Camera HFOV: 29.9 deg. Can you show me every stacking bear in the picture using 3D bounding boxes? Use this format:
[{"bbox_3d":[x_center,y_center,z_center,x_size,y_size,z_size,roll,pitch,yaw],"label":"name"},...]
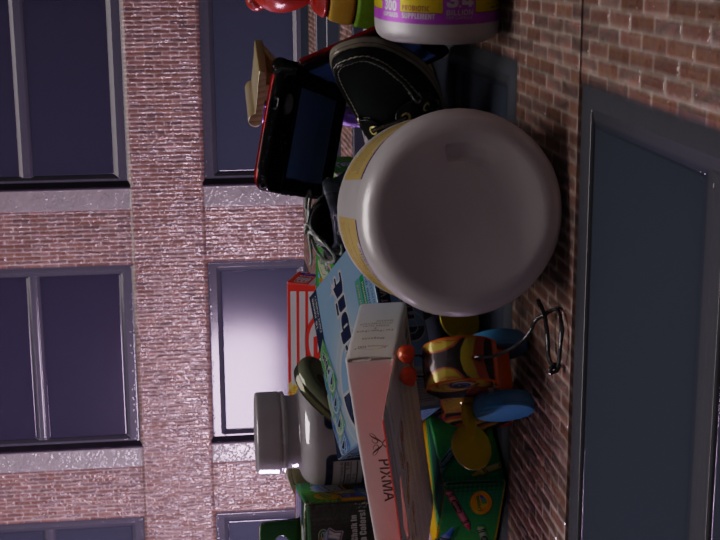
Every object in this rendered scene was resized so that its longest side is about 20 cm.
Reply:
[{"bbox_3d":[-0.013,-0.290,1.315,0.114,0.199,0.122,-100,11,-51],"label":"stacking bear"}]

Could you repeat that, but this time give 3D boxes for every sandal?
[{"bbox_3d":[0.020,0.153,1.373,0.057,0.201,0.080,-46,9,13],"label":"sandal"}]

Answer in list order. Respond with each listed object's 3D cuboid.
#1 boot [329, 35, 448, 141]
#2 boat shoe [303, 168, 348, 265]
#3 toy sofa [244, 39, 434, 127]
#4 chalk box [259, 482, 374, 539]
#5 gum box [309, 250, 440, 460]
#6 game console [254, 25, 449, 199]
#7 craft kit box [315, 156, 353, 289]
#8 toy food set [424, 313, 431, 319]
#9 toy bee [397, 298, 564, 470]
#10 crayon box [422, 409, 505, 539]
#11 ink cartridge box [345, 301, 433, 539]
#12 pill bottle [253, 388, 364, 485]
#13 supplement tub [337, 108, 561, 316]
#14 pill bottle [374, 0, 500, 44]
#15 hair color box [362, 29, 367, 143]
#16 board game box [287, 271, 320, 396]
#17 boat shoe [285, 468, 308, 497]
[{"bbox_3d":[0.038,-0.088,1.148,0.204,0.073,0.154,45,-142,-46],"label":"boot"},{"bbox_3d":[-0.022,-0.046,1.278,0.200,0.062,0.075,132,127,-74],"label":"boat shoe"},{"bbox_3d":[-0.022,-0.180,1.440,0.083,0.199,0.098,-103,19,-55],"label":"toy sofa"},{"bbox_3d":[-0.011,0.297,1.470,0.124,0.199,0.125,-175,83,-83],"label":"chalk box"},{"bbox_3d":[0.009,0.072,1.259,0.200,0.044,0.170,130,131,-64],"label":"gum box"},{"bbox_3d":[-0.004,-0.146,1.272,0.200,0.118,0.173,0,-80,-74],"label":"game console"},{"bbox_3d":[0.000,0.000,1.405,0.200,0.048,0.198,-136,47,-64],"label":"craft kit box"},{"bbox_3d":[0.057,-0.052,1.359,0.144,0.060,0.201,121,142,-79],"label":"toy food set"},{"bbox_3d":[0.080,0.072,1.038,0.200,0.108,0.131,95,172,-46],"label":"toy bee"},{"bbox_3d":[0.084,0.217,1.241,0.119,0.058,0.200,-101,11,-50],"label":"crayon box"},{"bbox_3d":[0.021,0.152,1.058,0.174,0.043,0.200,-73,-23,-62],"label":"ink cartridge box"},{"bbox_3d":[-0.015,0.173,1.476,0.120,0.199,0.120,179,90,-83],"label":"pill bottle"},{"bbox_3d":[0.059,-0.045,1.013,0.200,0.145,0.146,-149,58,-82],"label":"supplement tub"},{"bbox_3d":[0.063,-0.287,1.083,0.104,0.104,0.200,-112,21,-71],"label":"pill bottle"},{"bbox_3d":[0.036,-0.239,1.521,0.102,0.061,0.200,-101,12,-52],"label":"hair color box"},{"bbox_3d":[-0.010,0.108,1.610,0.046,0.151,0.200,-45,-43,-66],"label":"board game box"},{"bbox_3d":[-0.010,0.270,1.574,0.075,0.200,0.068,-48,15,4],"label":"boat shoe"}]
